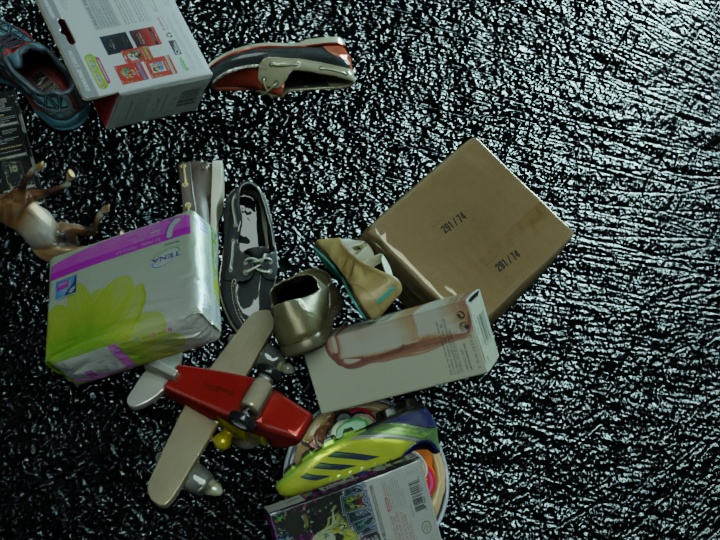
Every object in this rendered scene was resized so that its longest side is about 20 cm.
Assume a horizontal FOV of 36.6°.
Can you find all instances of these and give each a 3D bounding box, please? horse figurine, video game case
[{"bbox_3d":[-0.360,-0.058,1.268,0.200,0.132,0.050,45,31,-37],"label":"horse figurine"},{"bbox_3d":[0.006,0.326,1.201,0.181,0.036,0.201,-18,98,-16],"label":"video game case"}]

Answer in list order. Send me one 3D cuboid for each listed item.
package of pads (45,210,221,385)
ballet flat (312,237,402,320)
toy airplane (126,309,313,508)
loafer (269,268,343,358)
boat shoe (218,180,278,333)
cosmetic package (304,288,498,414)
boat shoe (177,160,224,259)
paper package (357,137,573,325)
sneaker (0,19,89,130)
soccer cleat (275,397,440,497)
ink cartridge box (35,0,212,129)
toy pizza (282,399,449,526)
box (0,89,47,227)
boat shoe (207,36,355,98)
[{"bbox_3d":[-0.257,0.033,1.228,0.199,0.068,0.155,-19,53,12],"label":"package of pads"},{"bbox_3d":[0.000,0.000,1.291,0.063,0.200,0.069,-37,120,-1],"label":"ballet flat"},{"bbox_3d":[-0.160,0.155,1.234,0.199,0.141,0.199,-27,46,2],"label":"toy airplane"},{"bbox_3d":[-0.064,0.033,1.260,0.076,0.200,0.068,-16,108,4],"label":"loafer"},{"bbox_3d":[-0.136,-0.014,1.327,0.072,0.063,0.201,-1,71,-13],"label":"boat shoe"},{"bbox_3d":[0.047,0.091,1.245,0.199,0.103,0.088,-17,93,15],"label":"cosmetic package"},{"bbox_3d":[-0.201,-0.045,1.325,0.059,0.072,0.201,2,66,-3],"label":"boat shoe"},{"bbox_3d":[0.128,-0.030,1.360,0.191,0.104,0.200,45,68,6],"label":"paper package"},{"bbox_3d":[-0.416,-0.266,1.353,0.200,0.096,0.079,37,68,5],"label":"sneaker"},{"bbox_3d":[0.001,0.216,1.232,0.200,0.065,0.084,-24,83,-18],"label":"soccer cleat"},{"bbox_3d":[-0.312,-0.288,1.366,0.175,0.084,0.201,-18,73,-32],"label":"ink cartridge box"},{"bbox_3d":[0.009,0.244,1.274,0.199,0.032,0.201,3,69,-9],"label":"toy pizza"},{"bbox_3d":[-0.495,-0.120,1.312,0.199,0.044,0.161,-16,73,-16],"label":"box"},{"bbox_3d":[-0.104,-0.258,1.424,0.199,0.071,0.063,-12,75,-19],"label":"boat shoe"}]
